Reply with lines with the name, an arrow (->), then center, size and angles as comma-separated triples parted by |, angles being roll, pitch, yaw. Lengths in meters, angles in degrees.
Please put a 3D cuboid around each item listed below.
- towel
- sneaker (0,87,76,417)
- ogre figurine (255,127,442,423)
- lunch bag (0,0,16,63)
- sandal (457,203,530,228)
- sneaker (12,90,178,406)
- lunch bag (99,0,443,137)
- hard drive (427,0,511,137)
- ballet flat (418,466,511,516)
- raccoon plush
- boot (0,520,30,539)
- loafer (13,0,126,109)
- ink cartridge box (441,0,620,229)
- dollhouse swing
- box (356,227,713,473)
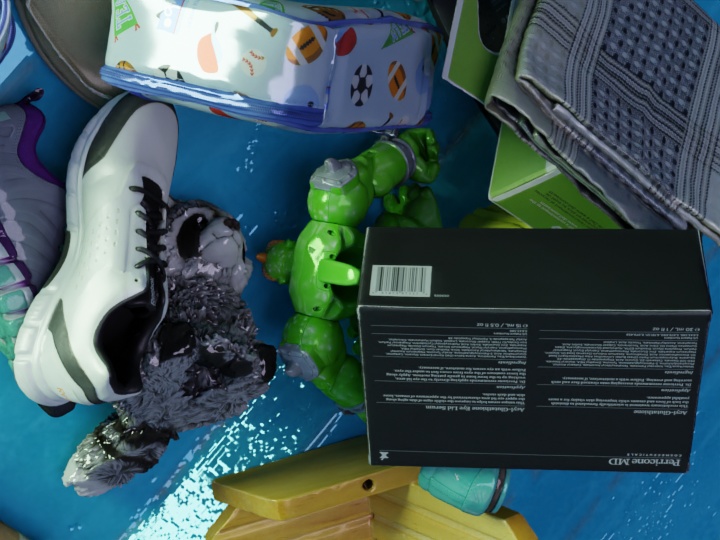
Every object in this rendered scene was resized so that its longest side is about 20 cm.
towel -> 0.173, -0.117, 0.909 | 0.192, 0.034, 0.200 | 39, 53, -23
sneaker -> -0.196, -0.009, 0.904 | 0.087, 0.074, 0.201 | -26, 111, -22
ogre figurine -> 0.000, 0.000, 0.972 | 0.120, 0.098, 0.201 | 10, 110, -54
lunch bag -> -0.299, -0.117, 0.807 | 0.161, 0.082, 0.200 | 39, 83, -10
sandal -> 0.156, 0.002, 1.068 | 0.199, 0.079, 0.087 | 9, 102, -25
sneaker -> -0.138, -0.012, 0.871 | 0.074, 0.080, 0.201 | 25, 75, -50
lunch bag -> -0.050, -0.127, 0.874 | 0.200, 0.160, 0.076 | -7, 107, -60
hard drive -> 0.128, -0.162, 1.032 | 0.135, 0.042, 0.200 | -39, 115, -12
ballet flat -> 0.071, 0.085, 1.004 | 0.070, 0.200, 0.068 | 20, 123, -4
raccoon plush -> -0.143, 0.039, 0.950 | 0.200, 0.134, 0.097 | -33, 143, 18
boot -> -0.308, 0.189, 0.907 | 0.200, 0.066, 0.175 | 43, 71, -28
loafer -> -0.175, -0.178, 0.873 | 0.076, 0.068, 0.200 | -37, 115, -13
ink cartridge box -> 0.116, -0.116, 0.936 | 0.200, 0.076, 0.148 | 30, 57, -27
dollhouse swing -> 0.013, 0.243, 1.004 | 0.181, 0.176, 0.201 | -13, 109, -22
box -> 0.102, 0.049, 0.885 | 0.199, 0.079, 0.142 | 1, 130, 5
